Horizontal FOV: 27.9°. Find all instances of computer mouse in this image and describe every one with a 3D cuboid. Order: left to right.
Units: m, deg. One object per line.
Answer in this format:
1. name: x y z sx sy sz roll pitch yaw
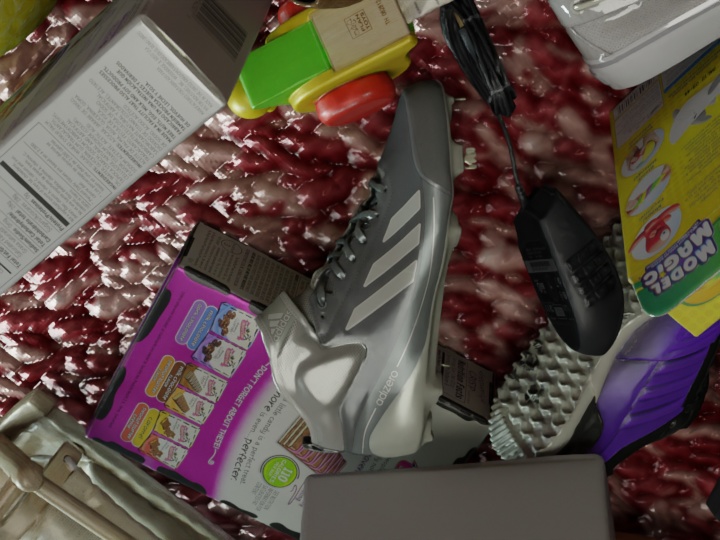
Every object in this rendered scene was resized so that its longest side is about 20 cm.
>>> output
1. computer mouse: 0.090 -0.051 0.739 0.034 0.059 0.200 -23 96 -9

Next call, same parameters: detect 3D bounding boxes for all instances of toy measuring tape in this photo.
1. toy measuring tape: 0.021 -0.124 0.714 0.200 0.074 0.074 -24 114 21

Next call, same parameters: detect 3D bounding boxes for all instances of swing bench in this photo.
1. swing bench: -0.149 0.183 0.857 0.199 0.200 0.130 39 94 -15

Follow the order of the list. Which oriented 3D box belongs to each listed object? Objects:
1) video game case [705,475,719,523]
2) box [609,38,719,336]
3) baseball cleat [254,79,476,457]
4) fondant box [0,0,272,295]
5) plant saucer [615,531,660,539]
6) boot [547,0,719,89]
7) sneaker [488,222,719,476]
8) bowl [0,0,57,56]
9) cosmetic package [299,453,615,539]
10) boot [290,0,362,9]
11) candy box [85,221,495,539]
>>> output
1. video game case: 0.293 0.052 0.747 0.200 0.026 0.181 -1 126 -27
2. box: 0.173 -0.055 0.658 0.048 0.200 0.117 39 118 -14
3. baseball cleat: 0.000 0.000 0.749 0.106 0.070 0.200 3 96 -6
4. fondant box: -0.140 -0.074 0.724 0.200 0.144 0.058 -35 111 24
5. plant saucer: 0.168 0.244 0.905 0.200 0.037 0.201 9 117 17
6. boot: 0.171 -0.172 0.665 0.200 0.074 0.096 -32 110 20
7. sneaker: 0.164 0.037 0.794 0.099 0.070 0.200 28 110 -35
8. bowl: -0.249 -0.171 0.705 0.200 0.108 0.201 4 119 6
9. cosmetic package: 0.058 0.226 0.759 0.165 0.200 0.165 -5 138 9
10. boot: -0.005 -0.208 0.610 0.073 0.075 0.200 16 117 28
11. candy box: -0.040 0.078 0.845 0.200 0.061 0.136 28 119 -8
